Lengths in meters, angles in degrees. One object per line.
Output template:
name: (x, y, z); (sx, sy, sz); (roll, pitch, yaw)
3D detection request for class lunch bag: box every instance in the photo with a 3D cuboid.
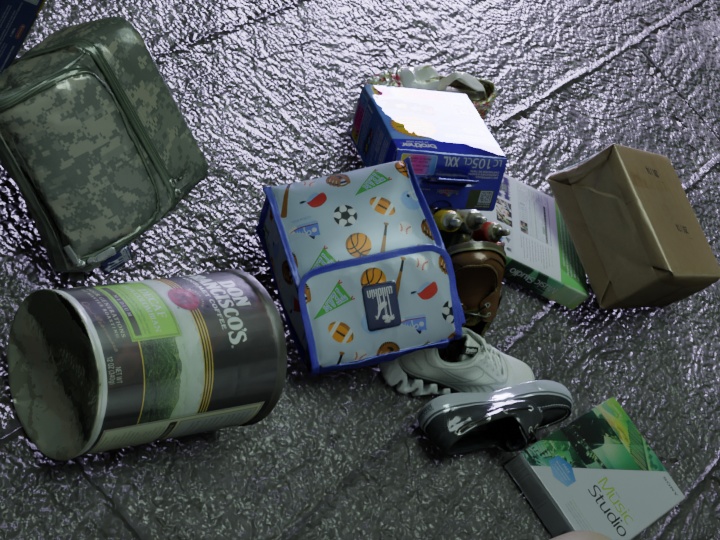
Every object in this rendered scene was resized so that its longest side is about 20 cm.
lunch bag: (-0.260, -0.112, 1.358); (0.168, 0.139, 0.200); (-46, 122, -41)
lunch bag: (0.000, 0.000, 1.493); (0.170, 0.124, 0.200); (-12, 65, -12)

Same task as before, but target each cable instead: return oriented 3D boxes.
cable: (0.091, -0.052, 1.608); (0.097, 0.050, 0.200); (13, 5, -31)

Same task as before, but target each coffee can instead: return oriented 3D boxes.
coffee can: (-0.186, 0.080, 1.283); (0.200, 0.146, 0.146); (-7, 62, -43)

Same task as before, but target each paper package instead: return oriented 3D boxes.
paper package: (0.346, -0.053, 1.830); (0.200, 0.103, 0.191); (-1, 66, -58)

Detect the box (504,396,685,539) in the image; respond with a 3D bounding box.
box: (0.264, 0.235, 1.620); (0.200, 0.036, 0.144); (-21, 72, -48)

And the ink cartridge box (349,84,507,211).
ink cartridge box: (0.080, -0.134, 1.668); (0.136, 0.076, 0.200); (3, 33, -17)

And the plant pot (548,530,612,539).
plant pot: (0.200, 0.335, 1.393); (0.187, 0.187, 0.200); (47, 26, 2)

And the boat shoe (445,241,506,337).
boat shoe: (0.123, 0.027, 1.567); (0.072, 0.200, 0.068); (-5, 71, 4)

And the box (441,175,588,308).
box: (0.188, -0.050, 1.786); (0.200, 0.036, 0.144); (24, 44, -22)

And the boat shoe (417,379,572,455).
boat shoe: (0.155, 0.164, 1.553); (0.200, 0.070, 0.066); (1, 45, -37)

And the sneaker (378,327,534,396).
sneaker: (0.119, 0.103, 1.575); (0.200, 0.081, 0.075); (13, 48, -35)

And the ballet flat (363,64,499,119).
ballet flat: (0.094, -0.232, 1.847); (0.200, 0.064, 0.076); (0, 58, -39)

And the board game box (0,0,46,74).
board game box: (-0.362, -0.278, 1.432); (0.062, 0.200, 0.200); (21, 32, -28)
